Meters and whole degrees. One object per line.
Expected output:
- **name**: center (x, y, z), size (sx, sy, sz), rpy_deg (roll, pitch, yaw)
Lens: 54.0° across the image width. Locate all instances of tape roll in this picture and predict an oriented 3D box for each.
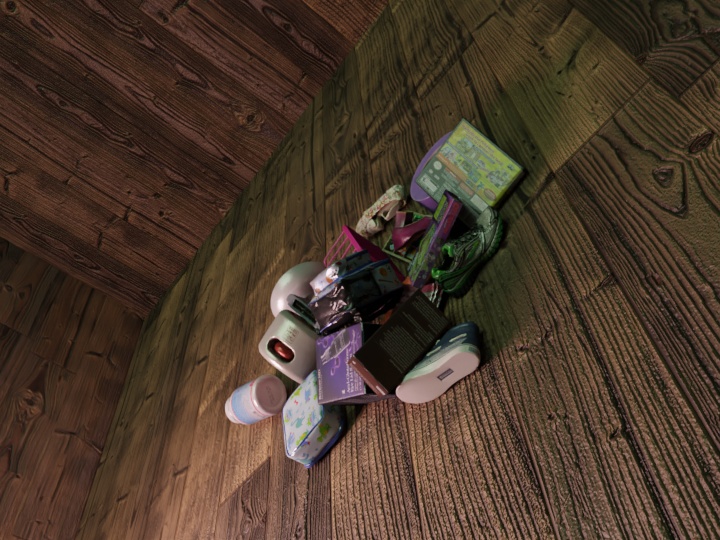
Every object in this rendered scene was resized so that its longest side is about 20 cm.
- **tape roll**: center (0.215, -0.232, 1.704), size (0.200, 0.084, 0.202), rpy_deg (-44, 27, 28)

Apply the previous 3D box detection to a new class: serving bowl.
- **serving bowl**: center (-0.143, 0.080, 1.918), size (0.201, 0.199, 0.066), rpy_deg (-54, 44, 8)

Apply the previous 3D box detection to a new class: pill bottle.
- **pill bottle**: center (-0.296, 0.363, 1.957), size (0.199, 0.108, 0.110), rpy_deg (-30, 35, 47)

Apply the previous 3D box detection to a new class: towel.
- **towel**: center (0.100, 0.120, 1.525), size (0.145, 0.030, 0.203), rpy_deg (-6, 59, 59)

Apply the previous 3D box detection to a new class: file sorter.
- **file sorter**: center (0.000, 0.000, 1.779), size (0.126, 0.138, 0.200), rpy_deg (-54, 23, 10)

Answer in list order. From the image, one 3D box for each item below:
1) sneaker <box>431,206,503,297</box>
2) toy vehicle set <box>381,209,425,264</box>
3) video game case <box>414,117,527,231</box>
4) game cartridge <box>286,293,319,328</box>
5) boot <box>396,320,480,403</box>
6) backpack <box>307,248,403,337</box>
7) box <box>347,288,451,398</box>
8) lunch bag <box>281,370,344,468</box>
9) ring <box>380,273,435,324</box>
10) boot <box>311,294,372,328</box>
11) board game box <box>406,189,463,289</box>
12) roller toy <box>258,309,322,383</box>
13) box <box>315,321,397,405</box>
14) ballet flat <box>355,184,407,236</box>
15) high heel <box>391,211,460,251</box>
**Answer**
- **sneaker**: center (0.222, -0.046, 1.457), size (0.202, 0.085, 0.078), rpy_deg (-58, 24, -1)
- **toy vehicle set**: center (0.131, -0.080, 1.756), size (0.126, 0.026, 0.200), rpy_deg (-59, 23, -2)
- **video game case**: center (0.240, -0.208, 1.562), size (0.182, 0.025, 0.200), rpy_deg (-51, 59, 15)
- **game cartridge**: center (-0.093, 0.122, 1.797), size (0.199, 0.132, 0.042), rpy_deg (31, 100, 50)
- **boot**: center (0.152, 0.178, 1.355), size (0.199, 0.073, 0.091), rpy_deg (-34, 23, 31)
- **backpack**: center (-0.008, 0.044, 1.565), size (0.199, 0.188, 0.157), rpy_deg (-27, 80, 54)
- **box**: center (0.078, 0.144, 1.399), size (0.200, 0.100, 0.075), rpy_deg (-43, -5, -23)
- **lunch bag**: center (-0.114, 0.345, 1.648), size (0.161, 0.082, 0.201), rpy_deg (-51, 24, 14)
- **ring**: center (0.106, 0.083, 1.615), size (0.200, 0.019, 0.202), rpy_deg (-45, 26, 30)
- **boot**: center (-0.065, 0.088, 1.742), size (0.067, 0.174, 0.200), rpy_deg (-55, 21, 2)
- **board game box**: center (0.158, -0.068, 1.519), size (0.120, 0.032, 0.203), rpy_deg (-82, 17, -75)
- **roller toy**: center (-0.153, 0.191, 1.790), size (0.141, 0.181, 0.200), rpy_deg (-56, 23, -1)
- **box**: center (-0.006, 0.206, 1.515), size (0.199, 0.103, 0.151), rpy_deg (-27, 61, 52)
- **ballet flat**: center (0.057, -0.153, 1.946), size (0.200, 0.075, 0.065), rpy_deg (-49, 40, 29)
- **high heel**: center (0.153, -0.083, 1.644), size (0.198, 0.066, 0.098), rpy_deg (13, 101, 51)
